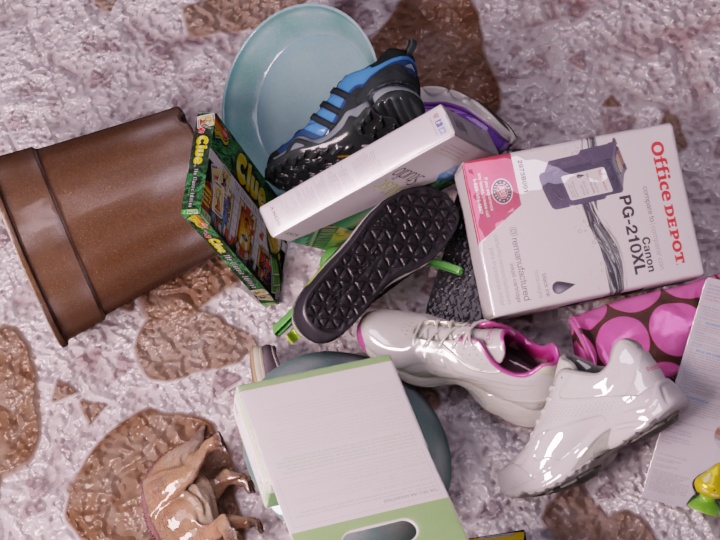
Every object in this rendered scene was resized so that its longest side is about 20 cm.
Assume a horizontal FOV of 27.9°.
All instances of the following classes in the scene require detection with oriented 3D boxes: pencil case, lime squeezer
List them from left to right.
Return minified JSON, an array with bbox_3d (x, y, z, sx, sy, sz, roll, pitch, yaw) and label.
[{"bbox_3d":[0.000,0.000,1.405,0.199,0.038,0.071,-18,44,16],"label":"lime squeezer"},{"bbox_3d":[0.292,0.059,1.304,0.199,0.091,0.094,-16,68,6],"label":"pencil case"}]

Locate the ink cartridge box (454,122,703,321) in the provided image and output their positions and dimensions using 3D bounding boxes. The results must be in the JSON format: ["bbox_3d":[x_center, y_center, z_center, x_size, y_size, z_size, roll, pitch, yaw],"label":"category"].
[{"bbox_3d":[0.200,-0.043,1.334,0.199,0.084,0.146,-11,85,-3],"label":"ink cartridge box"}]

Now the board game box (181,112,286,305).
[{"bbox_3d":[-0.115,-0.054,1.374,0.023,0.200,0.105,-5,64,17],"label":"board game box"}]

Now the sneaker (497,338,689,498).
[{"bbox_3d":[0.189,0.127,1.261,0.200,0.078,0.100,-39,67,31],"label":"sneaker"}]

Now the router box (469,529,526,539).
[{"bbox_3d":[0.043,0.263,1.218,0.199,0.149,0.051,-10,84,6],"label":"router box"}]

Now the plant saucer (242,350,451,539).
[{"bbox_3d":[-0.005,0.151,1.292,0.200,0.039,0.202,10,54,-15],"label":"plant saucer"}]

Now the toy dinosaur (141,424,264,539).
[{"bbox_3d":[-0.167,0.228,1.321,0.135,0.086,0.201,-21,57,9],"label":"toy dinosaur"}]

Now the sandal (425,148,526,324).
[{"bbox_3d":[0.117,-0.025,1.406,0.075,0.048,0.201,22,84,19],"label":"sandal"}]

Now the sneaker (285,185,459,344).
[{"bbox_3d":[0.004,-0.006,1.355,0.200,0.083,0.072,-39,93,-15],"label":"sneaker"}]

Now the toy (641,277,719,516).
[{"bbox_3d":[0.322,0.112,1.251,0.114,0.047,0.201,14,99,0],"label":"toy"}]

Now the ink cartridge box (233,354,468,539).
[{"bbox_3d":[-0.010,0.171,1.205,0.145,0.048,0.201,-10,54,-18],"label":"ink cartridge box"}]

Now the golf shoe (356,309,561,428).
[{"bbox_3d":[0.094,0.069,1.316,0.199,0.092,0.076,20,50,7],"label":"golf shoe"}]

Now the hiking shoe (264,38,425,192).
[{"bbox_3d":[-0.012,-0.138,1.392,0.199,0.074,0.087,-27,43,35],"label":"hiking shoe"}]

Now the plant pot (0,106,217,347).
[{"bbox_3d":[-0.239,-0.054,1.416,0.197,0.201,0.201,-23,62,-9],"label":"plant pot"}]

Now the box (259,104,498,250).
[{"bbox_3d":[0.021,-0.082,1.361,0.199,0.144,0.037,-27,76,18],"label":"box"}]

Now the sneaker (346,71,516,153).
[{"bbox_3d":[0.063,-0.141,1.462,0.199,0.081,0.084,14,84,27],"label":"sneaker"}]

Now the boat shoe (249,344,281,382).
[{"bbox_3d":[-0.054,0.157,1.339,0.064,0.072,0.201,-16,63,-6],"label":"boat shoe"}]

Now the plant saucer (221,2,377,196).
[{"bbox_3d":[-0.054,-0.169,1.472,0.199,0.036,0.202,-3,84,33],"label":"plant saucer"}]
